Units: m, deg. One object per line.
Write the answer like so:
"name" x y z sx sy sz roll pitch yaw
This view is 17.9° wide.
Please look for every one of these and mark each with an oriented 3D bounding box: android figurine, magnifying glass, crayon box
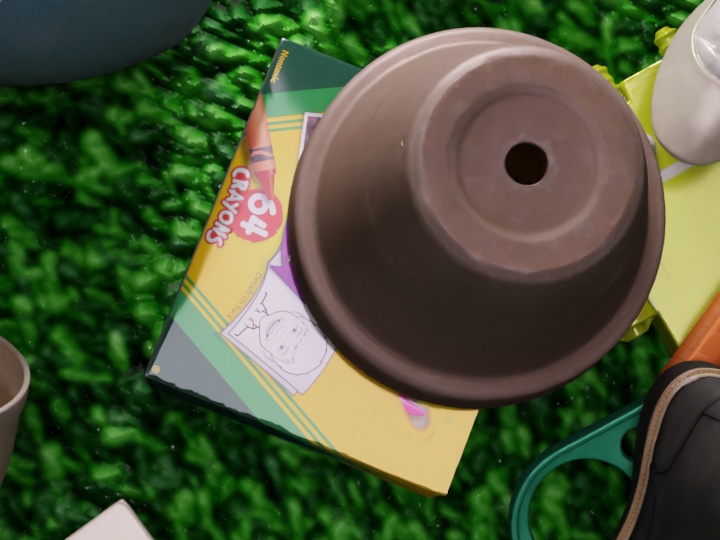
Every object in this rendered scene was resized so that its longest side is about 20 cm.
"android figurine" 0.196 -0.037 1.267 0.182 0.041 0.200 -27 85 -6
"magnifying glass" 0.154 0.086 1.234 0.080 0.022 0.200 35 96 -5
"crayon box" 0.000 0.000 1.242 0.172 0.058 0.200 21 81 1

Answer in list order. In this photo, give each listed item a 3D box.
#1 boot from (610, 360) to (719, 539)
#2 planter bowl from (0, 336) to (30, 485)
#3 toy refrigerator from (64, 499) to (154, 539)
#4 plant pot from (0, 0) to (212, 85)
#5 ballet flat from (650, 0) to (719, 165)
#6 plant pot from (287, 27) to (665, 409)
"boot" 0.176 0.159 1.166 0.077 0.138 0.200 -2 101 -9
"planter bowl" -0.274 0.104 1.160 0.200 0.200 0.135 8 108 -1
"toy refrigerator" -0.184 0.207 1.194 0.200 0.076 0.070 -36 85 -8
"plant pot" -0.149 -0.181 1.213 0.135 0.200 0.200 19 79 -35
"ballet flat" 0.219 -0.144 1.243 0.069 0.069 0.200 33 62 2
"plant pot" 0.070 -0.037 1.137 0.200 0.175 0.201 1 81 -7
